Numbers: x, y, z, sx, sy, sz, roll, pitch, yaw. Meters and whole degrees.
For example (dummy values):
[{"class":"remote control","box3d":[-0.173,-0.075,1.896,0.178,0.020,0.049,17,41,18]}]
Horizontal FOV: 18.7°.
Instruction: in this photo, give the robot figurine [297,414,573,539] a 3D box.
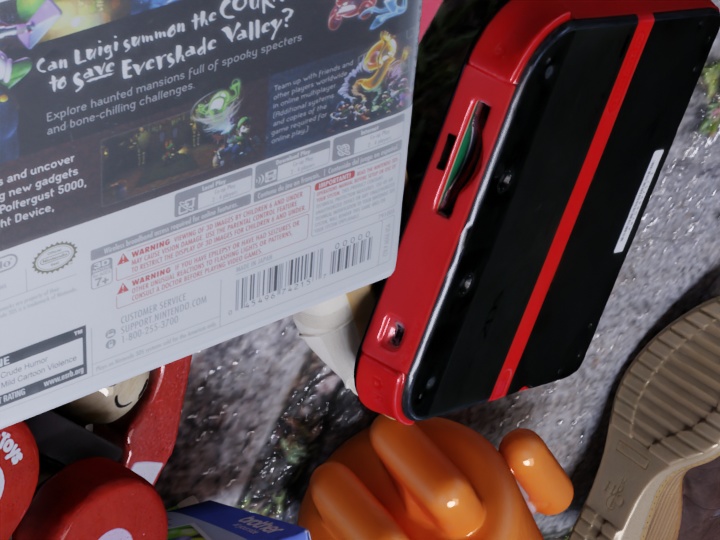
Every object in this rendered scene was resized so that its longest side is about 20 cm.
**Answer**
[{"class":"robot figurine","box3d":[0.036,0.150,1.097,0.200,0.116,0.145,62,38,-54]}]

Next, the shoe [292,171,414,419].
[{"class":"shoe","box3d":[0.000,0.000,0.966,0.070,0.053,0.201,-59,155,-24]}]

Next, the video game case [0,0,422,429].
[{"class":"video game case","box3d":[-0.067,-0.040,0.725,0.199,0.023,0.183,-21,138,-27]}]

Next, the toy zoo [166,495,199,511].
[{"class":"toy zoo","box3d":[-0.154,0.198,1.062,0.199,0.020,0.132,-27,142,-16]}]

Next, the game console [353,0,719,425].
[{"class":"game console","box3d":[0.079,-0.030,0.968,0.176,0.031,0.201,-12,128,-55]}]

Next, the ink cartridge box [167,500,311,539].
[{"class":"ink cartridge box","box3d":[-0.102,0.138,0.953,0.198,0.119,0.042,-10,95,-25]}]

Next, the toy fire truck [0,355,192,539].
[{"class":"toy fire truck","box3d":[-0.129,0.032,0.845,0.200,0.112,0.169,35,83,-52]}]

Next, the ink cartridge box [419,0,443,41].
[{"class":"ink cartridge box","box3d":[-0.007,-0.180,0.731,0.145,0.083,0.201,5,126,-43]}]

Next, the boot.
[{"class":"boot","box3d":[0.202,0.088,1.235,0.166,0.072,0.201,-8,134,-52]}]
